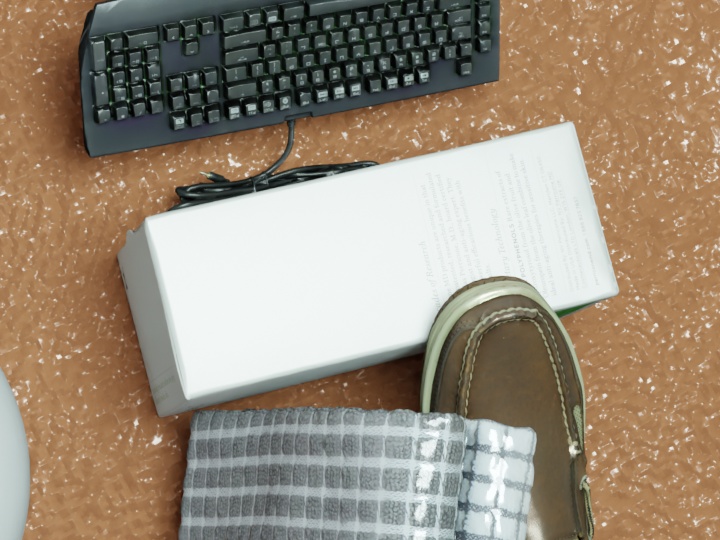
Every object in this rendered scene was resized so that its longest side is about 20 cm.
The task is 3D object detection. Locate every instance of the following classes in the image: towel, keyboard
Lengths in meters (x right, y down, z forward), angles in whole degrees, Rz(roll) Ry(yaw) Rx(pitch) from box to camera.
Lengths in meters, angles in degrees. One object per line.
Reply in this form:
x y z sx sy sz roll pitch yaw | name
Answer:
-0.017 0.139 1.093 0.085 0.200 0.167 9 82 -33 | towel
-0.030 -0.078 1.179 0.199 0.021 0.128 -12 126 -17 | keyboard

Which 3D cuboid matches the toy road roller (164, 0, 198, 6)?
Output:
-0.024 -0.210 1.152 0.199 0.146 0.123 -16 63 -10 | toy road roller

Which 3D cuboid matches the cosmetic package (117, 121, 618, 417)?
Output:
0.000 0.000 1.164 0.199 0.108 0.085 -14 86 -11 | cosmetic package

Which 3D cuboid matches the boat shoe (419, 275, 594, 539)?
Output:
0.074 0.100 1.129 0.074 0.075 0.203 -17 125 -11 | boat shoe

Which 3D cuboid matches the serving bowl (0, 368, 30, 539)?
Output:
-0.240 0.090 1.125 0.199 0.066 0.201 1 84 -12 | serving bowl
